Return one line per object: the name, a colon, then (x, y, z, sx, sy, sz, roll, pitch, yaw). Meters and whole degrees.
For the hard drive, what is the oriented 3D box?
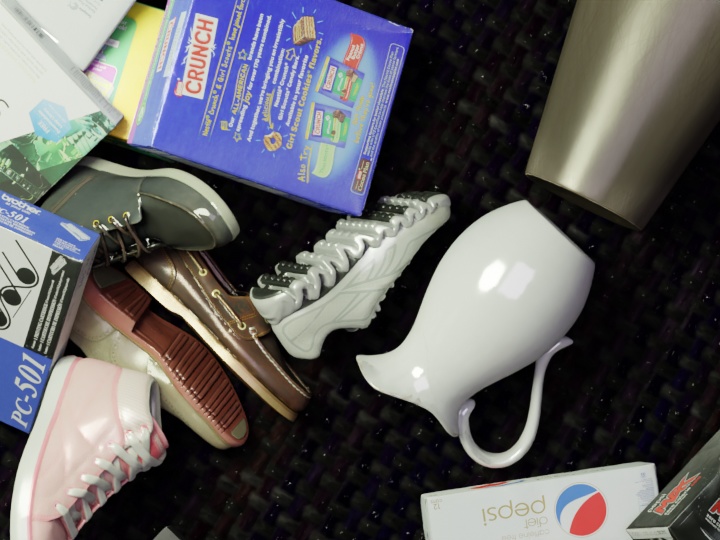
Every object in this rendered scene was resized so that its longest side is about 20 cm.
hard drive: (-0.224, -0.285, 1.674, 0.132, 0.025, 0.200, 37, 106, -5)

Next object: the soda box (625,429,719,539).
soda box: (0.317, 0.174, 1.689, 0.200, 0.071, 0.063, -42, 100, -25)

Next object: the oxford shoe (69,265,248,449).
oxford shoe: (-0.179, 0.086, 1.736, 0.200, 0.070, 0.075, 47, 114, 0)

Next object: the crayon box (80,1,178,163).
crayon box: (-0.236, -0.180, 1.747, 0.199, 0.058, 0.120, 18, 85, 0)

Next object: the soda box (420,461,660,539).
soda box: (0.154, 0.208, 1.722, 0.199, 0.068, 0.064, -8, 87, -2)

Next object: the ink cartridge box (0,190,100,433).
ink cartridge box: (-0.287, 0.036, 1.678, 0.094, 0.044, 0.201, 24, 127, 0)

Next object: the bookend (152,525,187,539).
bookend: (-0.218, 0.274, 1.698, 0.200, 0.092, 0.199, 43, 84, 3)

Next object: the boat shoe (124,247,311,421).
boat shoe: (-0.110, 0.040, 1.727, 0.200, 0.070, 0.070, 45, 87, 2)

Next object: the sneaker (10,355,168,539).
sneaker: (-0.216, 0.161, 1.645, 0.104, 0.076, 0.201, 6, 55, 9)

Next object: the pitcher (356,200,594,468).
pitcher: (0.121, 0.056, 1.719, 0.171, 0.121, 0.200, 39, 97, -19)

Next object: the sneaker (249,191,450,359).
sneaker: (0.000, 0.000, 1.729, 0.200, 0.075, 0.081, -35, 111, -20)

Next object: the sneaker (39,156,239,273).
sneaker: (-0.194, -0.028, 1.677, 0.106, 0.199, 0.075, -50, 131, -29)

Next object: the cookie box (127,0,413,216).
cookie box: (-0.076, -0.156, 1.707, 0.199, 0.075, 0.172, 18, 85, -24)

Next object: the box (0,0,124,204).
box: (-0.318, -0.115, 1.707, 0.200, 0.036, 0.144, -41, 98, 20)

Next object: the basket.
basket: (0.234, -0.147, 1.720, 0.180, 0.136, 0.201, 25, 90, 19)
